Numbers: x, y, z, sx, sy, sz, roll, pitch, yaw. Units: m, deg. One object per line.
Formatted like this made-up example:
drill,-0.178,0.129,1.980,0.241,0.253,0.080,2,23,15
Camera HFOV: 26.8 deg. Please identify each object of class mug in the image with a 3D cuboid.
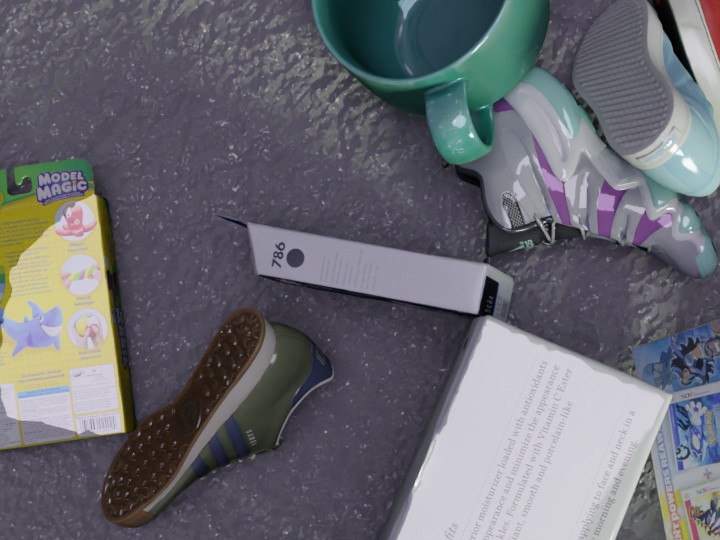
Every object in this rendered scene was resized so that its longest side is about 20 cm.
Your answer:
mug,0.050,-0.169,1.054,0.151,0.114,0.186,17,85,26

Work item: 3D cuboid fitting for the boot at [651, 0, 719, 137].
boot,0.283,-0.200,1.080,0.143,0.072,0.201,-15,82,1

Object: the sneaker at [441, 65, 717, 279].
sneaker,0.143,-0.032,1.076,0.140,0.078,0.200,-46,75,1

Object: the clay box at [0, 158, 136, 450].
clay box,-0.233,0.026,1.102,0.114,0.048,0.202,-8,85,2

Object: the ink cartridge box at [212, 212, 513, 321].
ink cartridge box,0.000,0.000,1.047,0.199,0.099,0.040,12,88,18

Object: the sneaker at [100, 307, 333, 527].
sneaker,-0.096,0.117,1.076,0.200,0.090,0.067,-50,41,21

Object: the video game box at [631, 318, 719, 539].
video game box,0.275,0.123,0.982,0.182,0.047,0.201,-23,67,41

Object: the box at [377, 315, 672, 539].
box,0.096,0.145,0.999,0.130,0.200,0.200,23,88,3

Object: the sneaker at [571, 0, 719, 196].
sneaker,0.201,-0.115,1.044,0.074,0.201,0.082,-37,120,26
